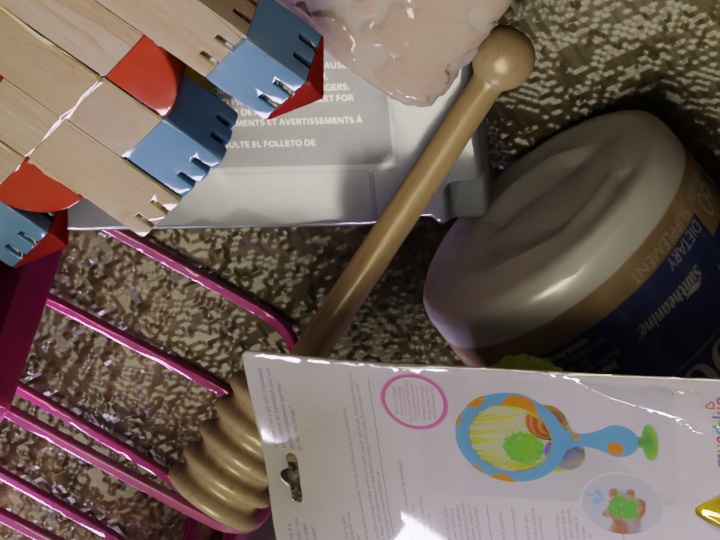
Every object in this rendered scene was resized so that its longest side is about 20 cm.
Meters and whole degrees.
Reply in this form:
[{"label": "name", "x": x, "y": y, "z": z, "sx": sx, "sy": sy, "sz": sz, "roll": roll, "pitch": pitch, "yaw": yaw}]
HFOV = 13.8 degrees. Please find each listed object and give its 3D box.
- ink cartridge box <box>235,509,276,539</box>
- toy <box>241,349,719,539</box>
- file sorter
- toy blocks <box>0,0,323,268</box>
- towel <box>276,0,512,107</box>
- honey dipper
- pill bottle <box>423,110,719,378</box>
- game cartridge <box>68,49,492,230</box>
[{"label": "ink cartridge box", "x": -0.074, "y": 0.216, "z": 1.224, "sx": 0.083, "sy": 0.147, "sz": 0.200, "roll": 33, "pitch": 124, "yaw": -10}, {"label": "toy", "x": 0.067, "y": 0.067, "z": 1.019, "sx": 0.199, "sy": 0.047, "sz": 0.116, "roll": 5, "pitch": 129, "yaw": 17}, {"label": "file sorter", "x": -0.124, "y": 0.096, "z": 1.160, "sx": 0.125, "sy": 0.139, "sz": 0.200, "roll": 29, "pitch": 125, "yaw": -13}, {"label": "toy blocks", "x": -0.101, "y": -0.072, "z": 1.017, "sx": 0.136, "sy": 0.100, "sz": 0.200, "roll": 35, "pitch": 132, "yaw": -18}, {"label": "towel", "x": -0.006, "y": -0.173, "z": 0.960, "sx": 0.191, "sy": 0.032, "sz": 0.200, "roll": 36, "pitch": 130, "yaw": 0}, {"label": "honey dipper", "x": 0.000, "y": 0.000, "z": 1.039, "sx": 0.038, "sy": 0.038, "sz": 0.201, "roll": 31, "pitch": 99, "yaw": -10}, {"label": "pill bottle", "x": 0.123, "y": 0.048, "z": 1.088, "sx": 0.111, "sy": 0.111, "sz": 0.200, "roll": -29, "pitch": 114, "yaw": 28}, {"label": "game cartridge", "x": -0.055, "y": -0.081, "z": 1.071, "sx": 0.199, "sy": 0.041, "sz": 0.134, "roll": 0, "pitch": 117, "yaw": 12}]
